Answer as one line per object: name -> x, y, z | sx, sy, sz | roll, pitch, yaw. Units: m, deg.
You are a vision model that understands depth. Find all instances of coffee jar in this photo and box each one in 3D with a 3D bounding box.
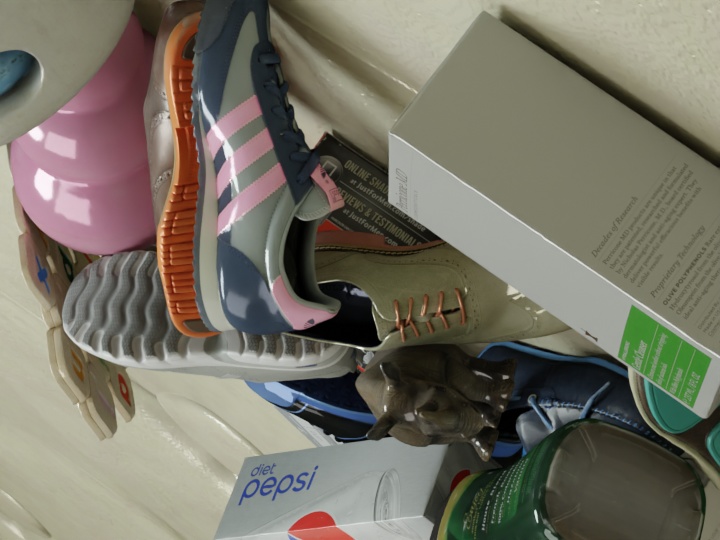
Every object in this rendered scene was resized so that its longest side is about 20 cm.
coffee jar -> 0.114, 0.152, 1.661 | 0.104, 0.086, 0.200 | 25, 157, -12

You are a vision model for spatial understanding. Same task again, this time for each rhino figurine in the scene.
rhino figurine -> 0.040, 0.073, 1.633 | 0.087, 0.060, 0.200 | 17, -174, 3

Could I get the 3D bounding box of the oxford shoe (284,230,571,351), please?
oxford shoe -> 0.041, 0.021, 1.596 | 0.199, 0.074, 0.071 | -2, 117, 24

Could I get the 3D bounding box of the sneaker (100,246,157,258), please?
sneaker -> -0.077, 0.017, 1.877 | 0.199, 0.076, 0.071 | 6, -144, -17

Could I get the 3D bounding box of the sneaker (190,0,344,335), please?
sneaker -> -0.046, -0.064, 1.562 | 0.082, 0.201, 0.070 | 3, -167, 22

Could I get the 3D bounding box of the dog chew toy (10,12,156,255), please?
dog chew toy -> -0.163, -0.098, 1.745 | 0.124, 0.125, 0.200 | 30, 155, 24

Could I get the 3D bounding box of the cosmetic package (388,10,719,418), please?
cosmetic package -> 0.115, -0.027, 1.402 | 0.200, 0.085, 0.108 | 33, 166, 12

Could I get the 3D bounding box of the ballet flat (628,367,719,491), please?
ballet flat -> 0.183, 0.065, 1.554 | 0.069, 0.070, 0.200 | 24, 159, 40

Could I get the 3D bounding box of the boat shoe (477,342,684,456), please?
boat shoe -> 0.129, 0.097, 1.730 | 0.084, 0.069, 0.200 | 45, 162, -23

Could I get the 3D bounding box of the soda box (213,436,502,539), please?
soda box -> -0.001, 0.155, 1.838 | 0.200, 0.068, 0.063 | -11, 138, 45

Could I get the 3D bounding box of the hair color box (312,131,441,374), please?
hair color box -> 0.000, 0.000, 1.755 | 0.101, 0.061, 0.200 | 34, 162, 11

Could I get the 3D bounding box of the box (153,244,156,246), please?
box -> -0.147, -0.051, 1.959 | 0.117, 0.048, 0.200 | 36, 161, 6

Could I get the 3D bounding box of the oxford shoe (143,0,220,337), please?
oxford shoe -> -0.092, -0.061, 1.664 | 0.073, 0.071, 0.201 | -137, 47, -60

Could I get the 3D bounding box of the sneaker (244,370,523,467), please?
sneaker -> 0.010, 0.101, 1.867 | 0.199, 0.070, 0.078 | 19, 130, -7

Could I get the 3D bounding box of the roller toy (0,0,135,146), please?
roller toy -> -0.222, -0.161, 1.578 | 0.200, 0.183, 0.140 | 19, 156, 47

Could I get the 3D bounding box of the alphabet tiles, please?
alphabet tiles -> -0.193, 0.008, 1.875 | 0.196, 0.015, 0.201 | 61, -166, -55

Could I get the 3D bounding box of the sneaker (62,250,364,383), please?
sneaker -> -0.092, 0.042, 1.756 | 0.199, 0.075, 0.082 | 10, 160, 24

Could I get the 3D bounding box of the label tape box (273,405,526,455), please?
label tape box -> 0.045, 0.122, 1.982 | 0.143, 0.066, 0.200 | 45, 164, -21

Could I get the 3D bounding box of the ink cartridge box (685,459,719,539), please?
ink cartridge box -> 0.230, 0.208, 1.787 | 0.200, 0.084, 0.146 | 45, 162, -18
